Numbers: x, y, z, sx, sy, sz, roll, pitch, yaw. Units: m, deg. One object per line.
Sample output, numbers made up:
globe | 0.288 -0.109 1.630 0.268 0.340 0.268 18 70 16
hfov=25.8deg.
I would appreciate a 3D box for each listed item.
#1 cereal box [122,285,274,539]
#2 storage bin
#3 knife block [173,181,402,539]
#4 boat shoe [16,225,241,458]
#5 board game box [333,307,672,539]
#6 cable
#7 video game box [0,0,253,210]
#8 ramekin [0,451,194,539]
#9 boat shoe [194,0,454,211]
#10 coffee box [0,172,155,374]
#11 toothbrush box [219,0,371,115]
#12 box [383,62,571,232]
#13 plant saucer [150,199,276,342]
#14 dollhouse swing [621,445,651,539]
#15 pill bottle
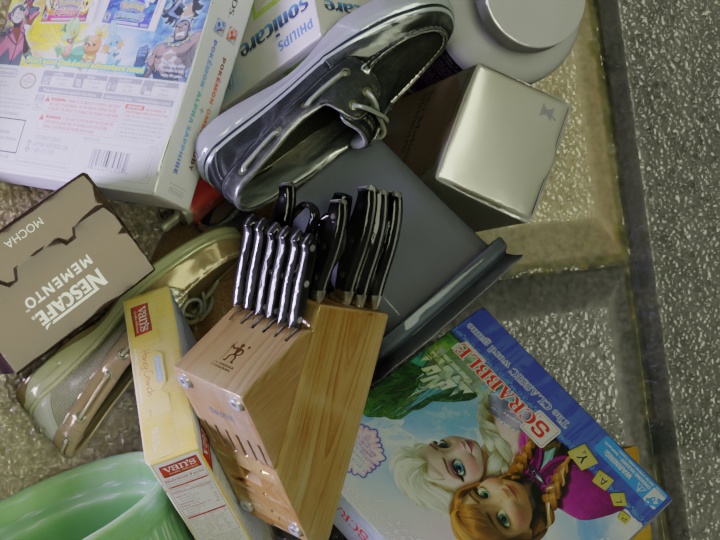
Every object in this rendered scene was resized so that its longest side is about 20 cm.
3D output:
cereal box | -0.105 0.126 1.071 0.039 0.144 0.200 -19 136 2
storage bin | 0.000 0.000 1.107 0.145 0.200 0.134 -40 87 -15
knife block | -0.025 0.047 0.991 0.176 0.064 0.200 -44 133 -27
boat shoe | -0.154 0.048 1.123 0.201 0.073 0.063 -40 81 0
board game box | 0.084 0.150 1.103 0.199 0.041 0.200 -35 72 -34
cable | -0.085 -0.096 1.176 0.200 0.050 0.097 -42 56 -12
video game box | -0.178 -0.143 1.098 0.047 0.200 0.183 25 78 -54
ramekin | -0.200 0.212 1.059 0.200 0.200 0.098 -26 102 -18
boat shoe | -0.012 -0.105 1.027 0.200 0.072 0.071 -38 54 0
coffee box | -0.220 0.008 1.060 0.113 0.200 0.080 -37 97 -16
toothbrush box | -0.056 -0.222 1.127 0.086 0.146 0.201 1 71 -40
box | 0.069 -0.082 1.159 0.078 0.200 0.095 23 79 -15
plant saucer | -0.064 0.026 1.196 0.200 0.035 0.201 1 86 -18
dollhouse swing | 0.118 0.248 1.239 0.182 0.175 0.201 0 84 -59
pill bottle | 0.091 -0.184 1.173 0.112 0.200 0.113 1 86 -17
